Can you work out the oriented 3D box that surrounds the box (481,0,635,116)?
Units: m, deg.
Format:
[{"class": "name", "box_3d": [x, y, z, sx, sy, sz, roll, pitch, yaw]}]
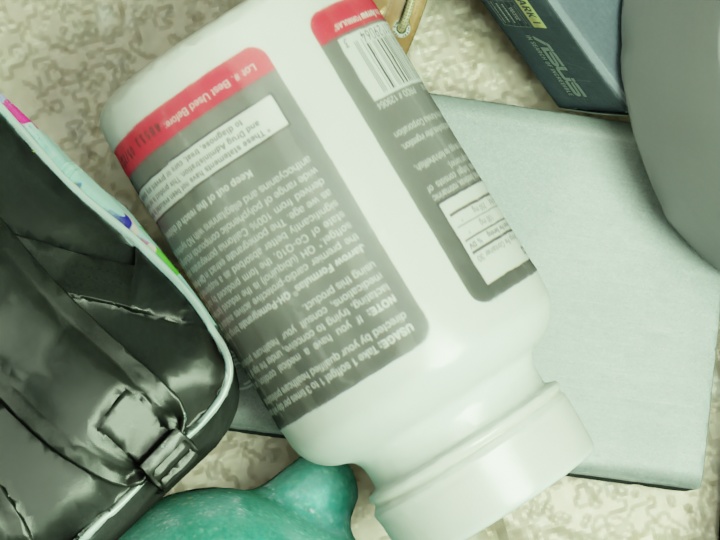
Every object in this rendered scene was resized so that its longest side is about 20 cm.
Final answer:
[{"class": "box", "box_3d": [0.083, -0.183, 0.996, 0.158, 0.051, 0.200, -50, 120, -19]}]

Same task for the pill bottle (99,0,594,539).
[{"class": "pill bottle", "box_3d": [0.000, 0.000, 0.952, 0.110, 0.111, 0.201, -31, 88, -10]}]

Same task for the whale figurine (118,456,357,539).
[{"class": "whale figurine", "box_3d": [-0.013, 0.146, 0.970, 0.198, 0.104, 0.160, 4, 82, -8]}]

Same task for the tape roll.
[{"class": "tape roll", "box_3d": [0.197, -0.085, 1.008, 0.199, 0.066, 0.202, -2, 95, -30]}]

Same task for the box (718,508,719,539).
[{"class": "box", "box_3d": [0.210, 0.118, 1.035, 0.136, 0.040, 0.202, 5, 83, -6]}]

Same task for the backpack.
[{"class": "backpack", "box_3d": [-0.158, 0.027, 0.940, 0.177, 0.151, 0.200, -44, 89, -8]}]

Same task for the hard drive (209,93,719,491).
[{"class": "hard drive", "box_3d": [0.042, 0.004, 1.031, 0.198, 0.033, 0.141, 8, 82, -6]}]

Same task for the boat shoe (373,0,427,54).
[{"class": "boat shoe", "box_3d": [0.029, -0.168, 1.035, 0.074, 0.076, 0.201, 28, 88, -9]}]
